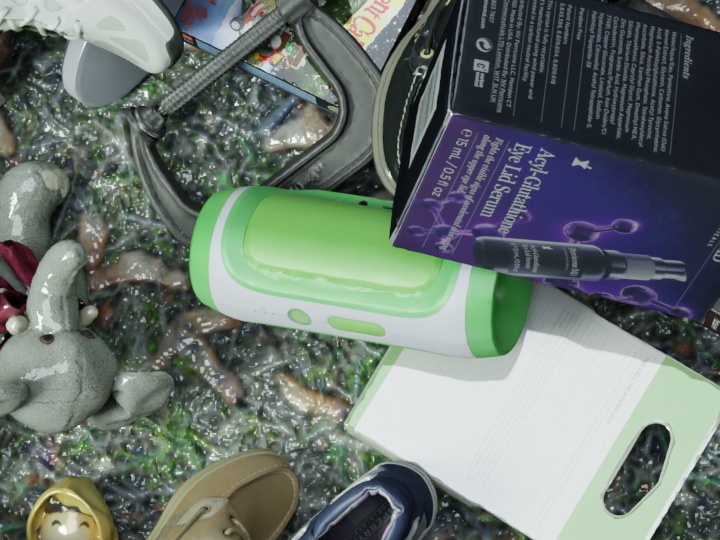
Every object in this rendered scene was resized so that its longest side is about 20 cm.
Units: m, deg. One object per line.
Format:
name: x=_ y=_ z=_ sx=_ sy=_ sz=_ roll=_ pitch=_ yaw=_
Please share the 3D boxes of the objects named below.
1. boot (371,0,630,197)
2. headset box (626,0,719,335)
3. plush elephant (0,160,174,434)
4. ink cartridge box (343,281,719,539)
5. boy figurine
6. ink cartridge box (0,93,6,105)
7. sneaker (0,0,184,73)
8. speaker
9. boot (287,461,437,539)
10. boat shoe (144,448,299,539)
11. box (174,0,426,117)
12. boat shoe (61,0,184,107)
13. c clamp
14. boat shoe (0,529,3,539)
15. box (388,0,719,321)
boot: x=0.090 y=-0.141 z=1.646 sx=0.073 sy=0.153 sz=0.204 roll=34 pitch=65 yaw=-23
headset box: x=0.183 y=-0.073 z=1.684 sx=0.199 sy=0.077 sz=0.149 roll=30 pitch=83 yaw=10
plush elephant: x=-0.207 y=0.037 z=1.648 sx=0.154 sy=0.164 sz=0.201 roll=4 pitch=97 yaw=45
ink cartridge box: x=0.110 y=0.088 z=1.676 sx=0.199 sy=0.048 sz=0.146 roll=31 pitch=84 yaw=9
boy figurine: x=-0.179 y=0.227 z=1.666 sx=0.124 sy=0.064 sz=0.201 roll=8 pitch=83 yaw=15
ink cartridge box: x=-0.297 y=-0.101 z=1.705 sx=0.067 sy=0.117 sz=0.200 roll=43 pitch=86 yaw=11
sneaker: x=-0.213 y=-0.151 z=1.639 sx=0.200 sy=0.076 sz=0.116 roll=32 pitch=69 yaw=-6
speaker: x=0.000 y=0.000 z=1.648 sx=0.199 sy=0.088 sz=0.089 roll=9 pitch=81 yaw=22
boot: x=-0.037 y=0.194 z=1.629 sx=0.073 sy=0.090 sz=0.200 roll=41 pitch=100 yaw=10
boat shoe: x=-0.094 y=0.178 z=1.624 sx=0.064 sy=0.072 sz=0.200 roll=5 pitch=35 yaw=41
box: x=-0.016 y=-0.211 z=1.743 sx=0.136 sy=0.038 sz=0.201 roll=25 pitch=83 yaw=8
boat shoe: x=-0.145 y=-0.203 z=1.744 sx=0.065 sy=0.073 sz=0.201 roll=26 pitch=88 yaw=38
c clamp: x=-0.071 y=-0.113 z=1.708 sx=0.200 sy=0.027 sz=0.171 roll=-43 pitch=93 yaw=15
boat shoe: x=-0.241 y=0.178 z=1.651 sx=0.200 sy=0.072 sz=0.062 roll=33 pitch=89 yaw=37
box: x=0.132 y=-0.069 z=1.544 sx=0.199 sy=0.148 sz=0.105 roll=13 pitch=58 yaw=-5
